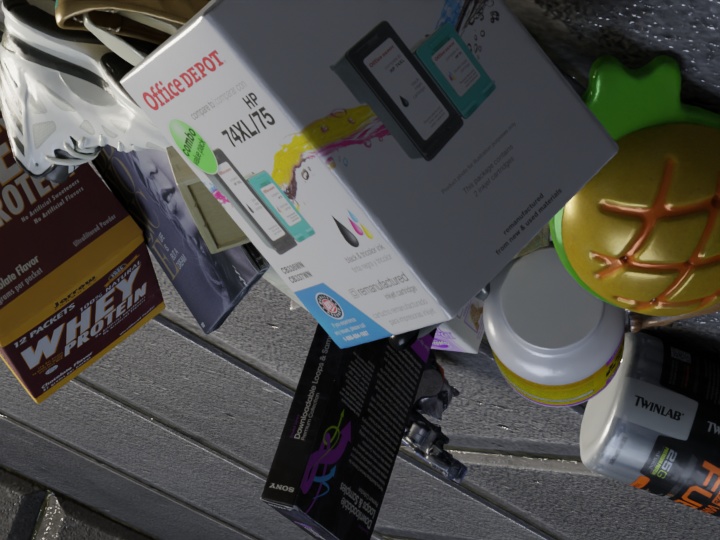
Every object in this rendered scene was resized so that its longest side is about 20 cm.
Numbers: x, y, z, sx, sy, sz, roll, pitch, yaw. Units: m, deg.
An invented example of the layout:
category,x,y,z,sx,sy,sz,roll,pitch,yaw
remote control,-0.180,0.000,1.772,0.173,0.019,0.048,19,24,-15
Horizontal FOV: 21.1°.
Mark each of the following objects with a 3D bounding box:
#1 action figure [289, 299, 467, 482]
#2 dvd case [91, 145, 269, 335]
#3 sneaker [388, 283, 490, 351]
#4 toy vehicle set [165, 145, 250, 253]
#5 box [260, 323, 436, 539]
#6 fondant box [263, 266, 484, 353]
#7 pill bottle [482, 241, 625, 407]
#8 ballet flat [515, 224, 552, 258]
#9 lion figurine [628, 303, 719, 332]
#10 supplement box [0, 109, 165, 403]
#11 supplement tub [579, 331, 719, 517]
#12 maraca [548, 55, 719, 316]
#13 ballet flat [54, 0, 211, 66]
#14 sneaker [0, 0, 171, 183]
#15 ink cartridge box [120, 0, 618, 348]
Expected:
category,x,y,z,sx,sy,sz,roll,pitch,yaw
action figure,0.039,0.100,1.790,0.200,0.105,0.193,38,-178,36
dvd case,-0.143,-0.060,1.381,0.201,0.016,0.149,57,155,6
sneaker,0.000,0.000,1.361,0.199,0.116,0.075,-4,164,-6
toy vehicle set,-0.016,-0.073,1.239,0.199,0.027,0.124,-18,159,-2
box,-0.006,0.106,1.484,0.036,0.201,0.143,8,160,26
fondant box,0.000,-0.001,1.584,0.144,0.059,0.200,5,159,36
pill bottle,0.144,0.039,1.430,0.104,0.105,0.200,16,172,10
ballet flat,0.123,-0.054,1.284,0.070,0.071,0.200,17,163,6
lion figurine,0.244,-0.004,1.309,0.122,0.073,0.200,-10,177,0
supplement box,-0.267,-0.032,1.496,0.198,0.133,0.200,50,169,13
supplement tub,0.290,0.136,1.588,0.199,0.123,0.123,19,163,-3
maraca,0.172,-0.048,1.162,0.200,0.137,0.107,47,-168,-36
ballet flat,-0.101,-0.144,1.235,0.199,0.063,0.069,21,161,-8
sneaker,-0.163,-0.098,1.291,0.200,0.076,0.116,33,127,22
ink cartridge box,0.002,-0.085,1.049,0.200,0.146,0.147,50,156,-9
